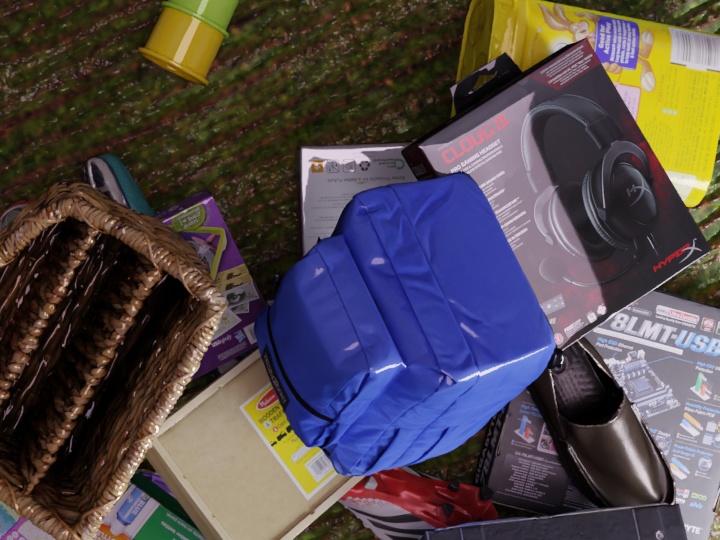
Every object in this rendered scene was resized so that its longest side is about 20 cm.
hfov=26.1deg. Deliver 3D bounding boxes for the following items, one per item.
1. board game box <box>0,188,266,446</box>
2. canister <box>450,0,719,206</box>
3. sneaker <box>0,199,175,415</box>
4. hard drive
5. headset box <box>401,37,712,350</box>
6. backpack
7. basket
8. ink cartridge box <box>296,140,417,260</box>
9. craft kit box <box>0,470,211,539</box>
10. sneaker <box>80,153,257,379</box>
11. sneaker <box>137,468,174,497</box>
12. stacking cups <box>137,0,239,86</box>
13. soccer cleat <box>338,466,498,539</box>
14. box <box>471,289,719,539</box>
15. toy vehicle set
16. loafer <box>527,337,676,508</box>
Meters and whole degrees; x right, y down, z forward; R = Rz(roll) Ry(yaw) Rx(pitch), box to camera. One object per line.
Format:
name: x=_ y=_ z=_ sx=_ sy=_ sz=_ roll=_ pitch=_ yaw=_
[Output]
board game box: x=-0.172 y=0.039 z=1.129 sx=0.199 sy=0.032 sz=0.121 roll=-27 pitch=115 yaw=-6
canister: x=0.179 y=-0.133 z=1.224 sx=0.198 sy=0.087 sz=0.150 roll=9 pitch=93 yaw=-12
sneaker: x=-0.211 y=0.040 z=1.172 sx=0.078 sy=0.082 sz=0.200 roll=-38 pitch=101 yaw=-5
hard drive: x=0.134 y=0.222 z=1.189 sx=0.198 sy=0.140 sz=0.038 roll=-6 pitch=65 yaw=-11
headset box: x=0.136 y=-0.060 z=1.131 sx=0.148 sy=0.077 sz=0.201 roll=-32 pitch=95 yaw=-8
backpack: x=0.012 y=0.046 z=1.077 sx=0.167 sy=0.200 sz=0.163 roll=-10 pitch=66 yaw=-24
basket: x=-0.200 y=0.051 z=1.032 sx=0.142 sy=0.149 sz=0.201 roll=30 pitch=97 yaw=-20
ink cartridge box: x=0.000 y=0.000 z=1.230 sx=0.094 sy=0.037 sz=0.202 roll=-3 pitch=93 yaw=-9
craft kit box: x=-0.224 y=0.233 z=1.164 sx=0.199 sy=0.048 sz=0.198 roll=31 pitch=95 yaw=14
sneaker: x=-0.143 y=-0.009 z=1.196 sx=0.080 sy=0.077 sz=0.200 roll=-42 pitch=106 yaw=-23
sneaker: x=-0.127 y=0.222 z=1.200 sx=0.199 sy=0.088 sz=0.081 roll=30 pitch=92 yaw=-8
stacking cups: x=-0.097 y=-0.241 z=1.178 sx=0.060 sy=0.060 sz=0.201 roll=27 pitch=89 yaw=-11
soccer cleat: x=0.014 y=0.175 z=1.230 sx=0.199 sy=0.085 sz=0.069 roll=24 pitch=48 yaw=-3
box: x=0.212 y=0.110 z=1.270 sx=0.199 sy=0.050 sz=0.200 roll=14 pitch=92 yaw=-10
toy vehicle set: x=-0.052 y=0.117 z=1.153 sx=0.200 sy=0.026 sz=0.125 roll=-37 pitch=92 yaw=-30
loafer: x=0.181 y=0.121 z=1.207 sx=0.073 sy=0.071 sz=0.200 roll=-37 pitch=99 yaw=-4
